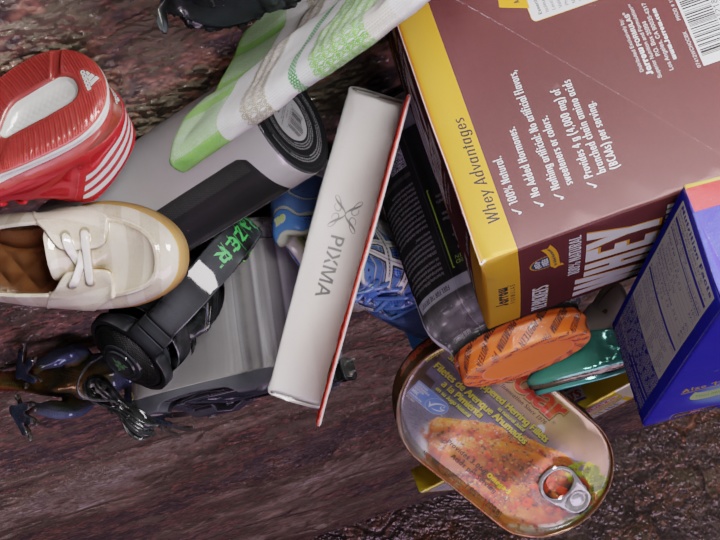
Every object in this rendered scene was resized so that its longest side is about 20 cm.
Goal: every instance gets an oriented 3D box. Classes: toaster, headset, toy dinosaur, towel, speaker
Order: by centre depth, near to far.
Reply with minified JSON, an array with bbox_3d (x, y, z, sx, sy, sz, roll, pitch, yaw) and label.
[{"bbox_3d":[-0.011,-0.139,0.694,0.199,0.031,0.150,-30,-159,33],"label":"towel"},{"bbox_3d":[-0.120,-0.054,0.873,0.199,0.082,0.081,-28,160,28],"label":"speaker"},{"bbox_3d":[-0.131,0.043,0.949,0.200,0.094,0.124,-41,-170,33],"label":"headset"},{"bbox_3d":[-0.096,0.038,1.049,0.198,0.131,0.113,-16,168,36],"label":"toaster"},{"bbox_3d":[-0.229,0.077,1.215,0.198,0.107,0.180,14,-158,38],"label":"toy dinosaur"}]

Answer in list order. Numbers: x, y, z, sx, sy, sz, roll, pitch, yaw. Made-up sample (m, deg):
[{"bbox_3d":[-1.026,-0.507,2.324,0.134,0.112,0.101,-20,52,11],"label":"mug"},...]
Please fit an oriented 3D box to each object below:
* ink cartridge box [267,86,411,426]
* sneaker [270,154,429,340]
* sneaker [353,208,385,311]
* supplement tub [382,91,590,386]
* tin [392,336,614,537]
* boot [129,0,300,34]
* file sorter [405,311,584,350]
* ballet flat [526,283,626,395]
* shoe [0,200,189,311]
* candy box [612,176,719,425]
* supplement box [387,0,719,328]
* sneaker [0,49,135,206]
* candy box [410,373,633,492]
[{"bbox_3d":[-0.015,-0.014,0.849,0.043,0.203,0.174,15,-177,1],"label":"ink cartridge box"},{"bbox_3d":[0.000,0.000,1.003,0.075,0.078,0.199,-32,122,32],"label":"sneaker"},{"bbox_3d":[-0.027,-0.009,1.108,0.086,0.077,0.201,-8,156,-12],"label":"sneaker"},{"bbox_3d":[0.084,-0.028,0.957,0.121,0.202,0.123,-16,162,-5],"label":"supplement tub"},{"bbox_3d":[0.110,0.124,1.040,0.200,0.042,0.112,41,103,-21],"label":"tin"},{"bbox_3d":[-0.034,-0.179,0.604,0.196,0.074,0.162,-16,161,11],"label":"boot"},{"bbox_3d":[0.115,0.029,1.164,0.121,0.202,0.139,-14,162,-21],"label":"file sorter"},{"bbox_3d":[0.212,0.037,0.990,0.197,0.071,0.067,-13,180,0],"label":"ballet flat"},{"bbox_3d":[-0.200,-0.004,0.847,0.197,0.071,0.053,0,-162,23],"label":"shoe"},{"bbox_3d":[0.246,0.007,0.768,0.167,0.078,0.201,-13,158,-7],"label":"candy box"},{"bbox_3d":[0.133,-0.103,0.792,0.197,0.200,0.133,-19,162,1],"label":"supplement box"},{"bbox_3d":[-0.220,-0.048,0.791,0.197,0.079,0.116,-20,161,5],"label":"sneaker"},{"bbox_3d":[0.143,0.132,1.128,0.198,0.027,0.102,-29,162,13],"label":"candy box"}]
